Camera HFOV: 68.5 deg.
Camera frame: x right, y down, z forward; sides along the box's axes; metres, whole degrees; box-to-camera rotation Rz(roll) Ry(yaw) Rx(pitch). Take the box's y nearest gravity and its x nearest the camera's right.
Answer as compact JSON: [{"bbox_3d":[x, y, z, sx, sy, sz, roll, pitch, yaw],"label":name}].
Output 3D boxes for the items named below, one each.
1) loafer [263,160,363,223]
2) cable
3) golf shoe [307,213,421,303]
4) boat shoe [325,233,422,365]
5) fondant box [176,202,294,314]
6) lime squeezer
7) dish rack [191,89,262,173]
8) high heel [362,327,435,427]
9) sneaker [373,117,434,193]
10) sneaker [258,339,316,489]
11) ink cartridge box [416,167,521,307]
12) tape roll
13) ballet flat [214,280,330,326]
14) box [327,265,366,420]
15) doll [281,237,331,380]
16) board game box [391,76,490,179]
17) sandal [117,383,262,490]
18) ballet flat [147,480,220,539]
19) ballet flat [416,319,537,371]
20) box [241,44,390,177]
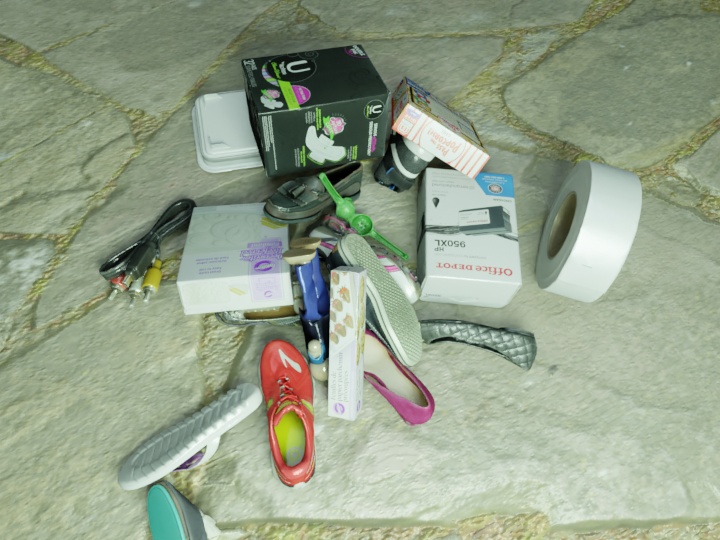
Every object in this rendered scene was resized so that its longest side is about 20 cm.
[{"bbox_3d":[-0.069,-0.130,0.824,0.072,0.063,0.200,38,39,22],"label":"loafer"},{"bbox_3d":[-0.325,-0.032,0.822,0.097,0.050,0.200,5,48,18],"label":"cable"},{"bbox_3d":[0.000,0.000,0.804,0.200,0.073,0.092,34,75,22],"label":"golf shoe"},{"bbox_3d":[0.018,0.045,0.733,0.200,0.062,0.075,57,36,3],"label":"boat shoe"},{"bbox_3d":[-0.174,-0.026,0.762,0.144,0.058,0.200,-5,37,-7],"label":"fondant box"},{"bbox_3d":[-0.008,-0.081,0.830,0.038,0.200,0.071,-45,28,5],"label":"lime squeezer"},{"bbox_3d":[-0.196,-0.262,0.938,0.200,0.044,0.172,-10,63,-10],"label":"dish rack"},{"bbox_3d":[0.024,0.126,0.721,0.067,0.096,0.200,-29,68,-18],"label":"high heel"},{"bbox_3d":[0.062,-0.204,0.912,0.073,0.112,0.200,29,27,-18],"label":"sneaker"},{"bbox_3d":[-0.090,0.177,0.692,0.077,0.085,0.200,-10,64,-10],"label":"sneaker"},{"bbox_3d":[0.166,-0.053,0.831,0.144,0.084,0.200,4,63,-2],"label":"ink cartridge box"},{"bbox_3d":[0.329,-0.056,0.780,0.071,0.203,0.203,17,63,4],"label":"tape roll"},{"bbox_3d":[-0.114,0.045,0.769,0.200,0.072,0.072,-5,63,-7],"label":"ballet flat"},{"bbox_3d":[-0.017,0.094,0.695,0.039,0.041,0.200,5,101,17],"label":"box"},{"bbox_3d":[-0.057,0.058,0.706,0.048,0.200,0.136,-5,22,8],"label":"doll"},{"bbox_3d":[0.125,-0.240,0.865,0.151,0.046,0.200,29,28,-13],"label":"board game box"},{"bbox_3d":[-0.209,0.222,0.677,0.203,0.082,0.050,-32,112,-11],"label":"sandal"},{"bbox_3d":[-0.191,0.340,0.615,0.073,0.073,0.200,-21,65,-14],"label":"ballet flat"},{"bbox_3d":[0.156,0.104,0.762,0.200,0.066,0.057,8,78,2],"label":"ballet flat"},{"bbox_3d":[-0.072,-0.257,0.843,0.200,0.124,0.149,-12,54,-13],"label":"box"}]
